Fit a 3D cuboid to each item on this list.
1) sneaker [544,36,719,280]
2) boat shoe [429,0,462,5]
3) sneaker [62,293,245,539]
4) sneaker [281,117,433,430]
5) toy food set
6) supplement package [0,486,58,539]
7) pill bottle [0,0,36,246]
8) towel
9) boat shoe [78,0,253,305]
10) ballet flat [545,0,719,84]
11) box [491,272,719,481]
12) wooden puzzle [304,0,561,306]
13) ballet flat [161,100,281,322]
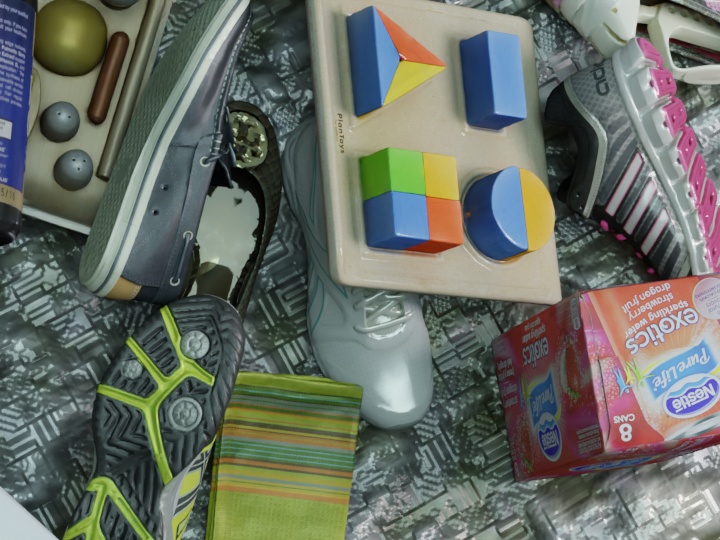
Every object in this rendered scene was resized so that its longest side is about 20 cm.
[{"bbox_3d":[0.171,-0.043,1.668,0.087,0.074,0.200,-15,107,20],"label":"sneaker"},{"bbox_3d":[0.047,-0.199,1.667,0.068,0.072,0.200,39,68,-5],"label":"boat shoe"},{"bbox_3d":[-0.124,0.106,1.568,0.075,0.076,0.200,24,91,4],"label":"sneaker"},{"bbox_3d":[0.000,0.000,1.621,0.070,0.080,0.201,-15,88,-15],"label":"sneaker"},{"bbox_3d":[-0.193,-0.133,1.606,0.143,0.060,0.200,18,79,-10],"label":"toy food set"},{"bbox_3d":[-0.267,0.169,1.479,0.152,0.200,0.151,43,77,-4],"label":"supplement package"},{"bbox_3d":[-0.242,-0.118,1.523,0.112,0.112,0.200,5,81,-11],"label":"pill bottle"},{"bbox_3d":[-0.050,0.162,1.605,0.086,0.018,0.200,6,91,-11],"label":"towel"},{"bbox_3d":[-0.102,-0.072,1.580,0.062,0.075,0.200,23,84,-19],"label":"boat shoe"},{"bbox_3d":[0.187,-0.157,1.685,0.200,0.069,0.071,15,64,-13],"label":"ballet flat"},{"bbox_3d":[0.154,0.066,1.582,0.099,0.200,0.096,-7,82,-13],"label":"box"},{"bbox_3d":[0.053,-0.078,1.601,0.200,0.046,0.186,7,71,-43],"label":"wooden puzzle"},{"bbox_3d":[-0.089,-0.008,1.619,0.067,0.046,0.200,16,80,-10],"label":"ballet flat"}]
